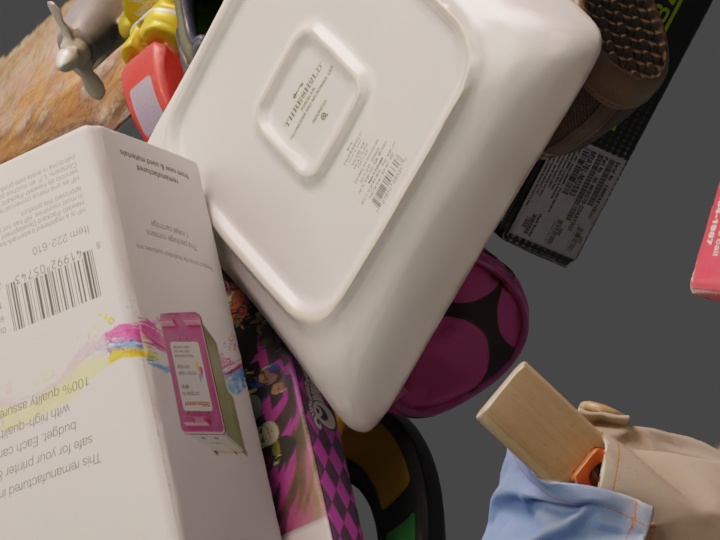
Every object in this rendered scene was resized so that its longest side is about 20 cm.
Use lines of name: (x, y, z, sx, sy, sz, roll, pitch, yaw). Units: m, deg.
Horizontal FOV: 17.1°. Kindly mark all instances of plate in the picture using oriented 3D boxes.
plate: (-0.012, -0.068, 1.002, 0.200, 0.032, 0.200, 47, 116, 38)

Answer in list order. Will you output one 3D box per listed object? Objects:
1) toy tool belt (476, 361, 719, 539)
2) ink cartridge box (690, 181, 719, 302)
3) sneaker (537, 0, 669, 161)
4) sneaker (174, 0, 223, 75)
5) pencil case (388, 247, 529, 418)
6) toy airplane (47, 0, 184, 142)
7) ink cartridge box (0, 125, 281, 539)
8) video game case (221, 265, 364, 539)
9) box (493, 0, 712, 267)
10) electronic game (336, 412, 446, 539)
toy tool belt: (0.065, 0.143, 0.867, 0.125, 0.122, 0.201, 15, 84, 62)
ink cartridge box: (0.215, -0.042, 0.776, 0.200, 0.083, 0.146, 8, 78, 61)
sneaker: (0.075, -0.138, 1.006, 0.076, 0.070, 0.201, -41, 40, 40)
sneaker: (-0.060, -0.155, 1.184, 0.081, 0.073, 0.201, 79, -178, -56)
pencil case: (0.000, 0.000, 1.117, 0.093, 0.091, 0.200, -33, 27, -8)
toy airplane: (-0.098, -0.175, 1.347, 0.201, 0.141, 0.199, -63, 28, 10)
ink cartridge box: (-0.126, 0.063, 0.999, 0.144, 0.085, 0.201, -22, 70, 25)
video game case: (-0.094, 0.087, 1.065, 0.181, 0.036, 0.201, -27, 56, 21)
box: (0.087, -0.128, 1.097, 0.201, 0.047, 0.193, -63, 27, 11)
electronic game: (-0.024, 0.156, 1.096, 0.200, 0.041, 0.201, -38, 40, 42)
